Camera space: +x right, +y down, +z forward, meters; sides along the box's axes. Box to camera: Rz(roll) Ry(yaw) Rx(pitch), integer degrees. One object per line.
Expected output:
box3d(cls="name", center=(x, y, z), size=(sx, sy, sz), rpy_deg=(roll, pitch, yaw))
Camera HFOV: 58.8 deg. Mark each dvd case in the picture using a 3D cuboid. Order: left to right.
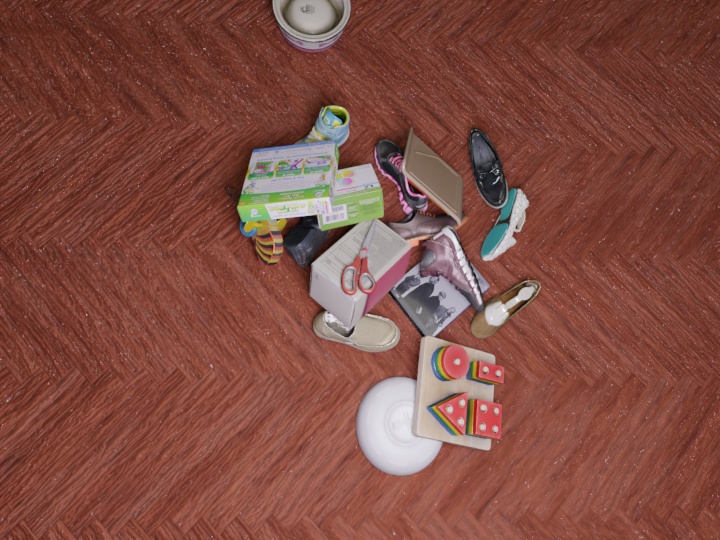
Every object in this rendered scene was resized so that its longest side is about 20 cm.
box3d(cls="dvd case", center=(0.179, 0.041, 1.457), size=(0.198, 0.025, 0.151), rpy_deg=(-38, 82, -17))

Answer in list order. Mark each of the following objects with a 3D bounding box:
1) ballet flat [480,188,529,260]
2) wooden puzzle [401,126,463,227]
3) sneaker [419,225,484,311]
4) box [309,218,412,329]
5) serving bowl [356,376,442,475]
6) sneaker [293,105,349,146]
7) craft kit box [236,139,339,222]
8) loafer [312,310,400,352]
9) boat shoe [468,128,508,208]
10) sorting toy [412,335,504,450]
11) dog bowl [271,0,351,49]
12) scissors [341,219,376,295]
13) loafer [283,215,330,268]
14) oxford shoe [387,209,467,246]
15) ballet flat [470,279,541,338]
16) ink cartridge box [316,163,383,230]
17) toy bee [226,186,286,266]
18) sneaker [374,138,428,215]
box3d(cls="ballet flat", center=(0.349, -0.099, 1.502), size=(0.070, 0.072, 0.204), rpy_deg=(27, 72, 1))
box3d(cls="wooden puzzle", center=(0.163, -0.211, 1.451), size=(0.199, 0.037, 0.187), rpy_deg=(42, 34, -19))
box3d(cls="sneaker", center=(0.196, 0.013, 1.429), size=(0.113, 0.076, 0.205), rpy_deg=(-24, 90, 13))
box3d(cls="box", center=(0.000, 0.000, 1.363), size=(0.127, 0.110, 0.199), rpy_deg=(37, 56, 19))
box3d(cls="serving bowl", center=(0.089, 0.323, 1.342), size=(0.193, 0.066, 0.207), rpy_deg=(2, 74, -6))
box3d(cls="sneaker", center=(-0.101, -0.304, 1.461), size=(0.079, 0.131, 0.200), rpy_deg=(43, 73, 5))
box3d(cls="craft kit box", center=(-0.147, -0.192, 1.348), size=(0.193, 0.049, 0.201), rpy_deg=(-5, 42, 9))
box3d(cls="loafer", center=(-0.007, 0.129, 1.382), size=(0.193, 0.068, 0.078), rpy_deg=(7, 73, -6))
box3d(cls="boat shoe", center=(0.300, -0.249, 1.522), size=(0.072, 0.066, 0.206), rpy_deg=(-14, 72, 17))
box3d(cls="sorting toy", center=(0.214, 0.256, 1.338), size=(0.194, 0.069, 0.207), rpy_deg=(17, 70, -26))
box3d(cls="dog bowl", center=(-0.122, -0.635, 1.585), size=(0.193, 0.074, 0.207), rpy_deg=(2, 74, -7))
box3d(cls="scissors", center=(-0.001, -0.033, 1.308), size=(0.070, 0.014, 0.205), rpy_deg=(5, 54, -3))
box3d(cls="loafer", center=(-0.099, -0.095, 1.441), size=(0.071, 0.073, 0.201), rpy_deg=(14, 53, 36))
box3d(cls="oxford shoe", center=(0.154, -0.109, 1.462), size=(0.194, 0.071, 0.075), rpy_deg=(-20, 101, -13))
box3d(cls="ballet flat", center=(0.333, 0.079, 1.442), size=(0.196, 0.073, 0.069), rpy_deg=(-31, 80, -15))
box3d(cls="ink cartridge box", center=(-0.042, -0.193, 1.416), size=(0.143, 0.077, 0.203), rpy_deg=(-12, 45, -7))
box3d(cls="toy bee", center=(-0.217, -0.119, 1.394), size=(0.202, 0.108, 0.131), rpy_deg=(52, 29, -6))
box3d(cls="sneaker", center=(0.101, -0.231, 1.488), size=(0.078, 0.096, 0.203), rpy_deg=(-29, 78, -13))
